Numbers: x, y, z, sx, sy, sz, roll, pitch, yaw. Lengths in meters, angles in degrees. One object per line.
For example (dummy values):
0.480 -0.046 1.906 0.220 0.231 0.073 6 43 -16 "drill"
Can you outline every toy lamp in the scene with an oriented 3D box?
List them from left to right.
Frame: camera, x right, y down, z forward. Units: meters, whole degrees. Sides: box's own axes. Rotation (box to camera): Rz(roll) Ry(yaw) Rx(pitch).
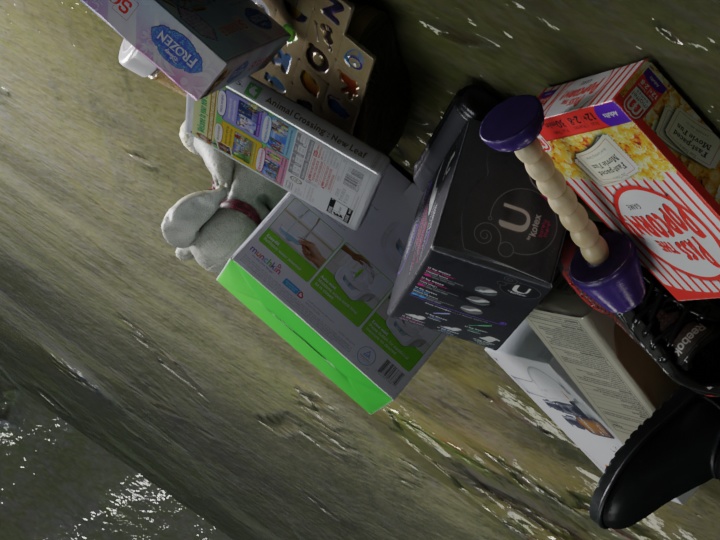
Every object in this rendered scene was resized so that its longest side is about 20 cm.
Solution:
0.159 -0.045 1.519 0.058 0.058 0.200 16 148 50 "toy lamp"

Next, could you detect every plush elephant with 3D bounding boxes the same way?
-0.126 -0.055 2.028 0.165 0.155 0.200 47 161 -21 "plush elephant"

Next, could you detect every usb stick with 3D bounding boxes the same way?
0.085 -0.103 1.706 0.055 0.033 0.200 37 161 2 "usb stick"

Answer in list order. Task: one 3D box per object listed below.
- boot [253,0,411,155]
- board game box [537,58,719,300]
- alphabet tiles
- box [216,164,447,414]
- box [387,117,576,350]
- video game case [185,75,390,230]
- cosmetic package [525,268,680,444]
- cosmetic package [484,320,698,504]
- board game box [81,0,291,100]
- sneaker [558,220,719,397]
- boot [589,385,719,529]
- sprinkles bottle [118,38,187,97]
-0.054 -0.197 1.720 0.200 0.066 0.175 28 146 29 "boot"
0.228 -0.063 1.503 0.200 0.046 0.151 45 161 -14 "board game box"
-0.061 -0.187 1.670 0.166 0.006 0.200 40 148 13 "alphabet tiles"
0.000 0.000 1.880 0.200 0.177 0.097 40 161 -2 "box"
0.102 -0.026 1.666 0.106 0.122 0.200 18 162 -4 "box"
-0.067 -0.109 1.714 0.182 0.022 0.200 30 167 1 "video game case"
0.235 0.076 1.768 0.105 0.071 0.200 13 148 55 "cosmetic package"
0.226 0.132 1.925 0.200 0.052 0.151 46 170 -16 "cosmetic package"
-0.162 -0.223 1.562 0.199 0.041 0.200 41 -162 1 "board game box"
0.243 0.033 1.624 0.200 0.071 0.098 41 -176 -8 "sneaker"
0.309 0.173 1.670 0.162 0.198 0.073 36 165 31 "boot"
-0.116 -0.169 1.801 0.200 0.068 0.068 28 166 -21 "sprinkles bottle"
